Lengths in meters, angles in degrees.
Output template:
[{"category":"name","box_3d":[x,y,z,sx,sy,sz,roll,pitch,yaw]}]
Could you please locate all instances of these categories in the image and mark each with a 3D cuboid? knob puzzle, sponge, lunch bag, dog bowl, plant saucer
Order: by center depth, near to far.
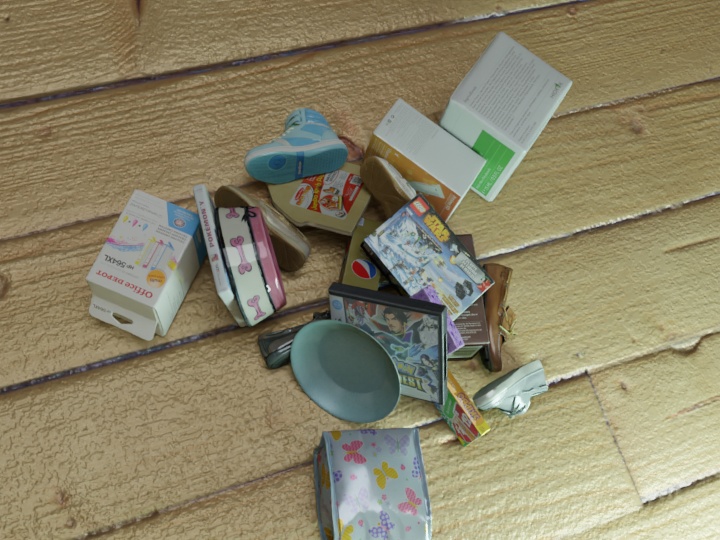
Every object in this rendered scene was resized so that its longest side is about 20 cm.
[{"category":"lunch bag","box_3d":[0.016,0.362,1.413,0.166,0.128,0.203,-1,59,-15]},{"category":"plant saucer","box_3d":[-0.020,0.157,1.462,0.200,0.202,0.039,36,39,4]},{"category":"dog bowl","box_3d":[-0.177,-0.014,1.470,0.072,0.201,0.204,-15,72,-2]},{"category":"sponge","box_3d":[0.071,0.116,1.482,0.030,0.199,0.113,-24,81,-51]},{"category":"knob puzzle","box_3d":[-0.080,-0.140,1.623,0.215,0.031,0.222,3,46,-3]}]

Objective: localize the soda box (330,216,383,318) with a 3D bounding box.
[{"category":"soda box","box_3d":[0.000,0.000,1.545,0.063,0.068,0.202,18,43,-5]}]

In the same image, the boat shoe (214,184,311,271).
[{"category":"boat shoe","box_3d":[-0.170,-0.081,1.581,0.200,0.074,0.069,43,33,-1]}]

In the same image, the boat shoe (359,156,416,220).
[{"category":"boat shoe","box_3d":[0.078,-0.120,1.602,0.069,0.070,0.202,-21,79,-57]}]

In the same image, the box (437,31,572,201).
[{"category":"box","box_3d":[0.253,-0.285,1.680,0.170,0.200,0.201,36,65,4]}]

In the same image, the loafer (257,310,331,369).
[{"category":"loafer","box_3d":[-0.081,0.097,1.528,0.197,0.072,0.063,-25,69,-18]}]

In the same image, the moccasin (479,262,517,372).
[{"category":"moccasin","box_3d":[0.249,0.085,1.607,0.076,0.074,0.205,7,57,-1]}]

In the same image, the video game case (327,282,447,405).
[{"category":"video game case","box_3d":[0.045,0.119,1.444,0.196,0.184,0.026,11,35,23]}]

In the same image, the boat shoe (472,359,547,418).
[{"category":"boat shoe","box_3d":[0.264,0.210,1.525,0.199,0.070,0.073,-17,79,-50]}]

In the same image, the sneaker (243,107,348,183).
[{"category":"sneaker","box_3d":[-0.133,-0.232,1.630,0.197,0.080,0.132,-9,52,-27]}]

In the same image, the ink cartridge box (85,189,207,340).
[{"category":"ink cartridge box","box_3d":[-0.350,-0.001,1.468,0.126,0.126,0.203,21,65,4]}]

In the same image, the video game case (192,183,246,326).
[{"category":"video game case","box_3d":[-0.227,-0.019,1.470,0.023,0.200,0.185,-15,72,-3]}]

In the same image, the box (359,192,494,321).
[{"category":"box","box_3d":[0.112,-0.011,1.509,0.136,0.040,0.201,-38,86,-19]}]

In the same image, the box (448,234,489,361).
[{"category":"box","box_3d":[0.167,0.048,1.583,0.073,0.100,0.204,0,68,-12]}]

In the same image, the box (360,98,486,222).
[{"category":"box","box_3d":[0.113,-0.199,1.657,0.199,0.125,0.098,36,66,4]}]

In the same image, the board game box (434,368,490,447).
[{"category":"board game box","box_3d":[0.139,0.200,1.518,0.030,0.096,0.202,-28,77,-21]}]
